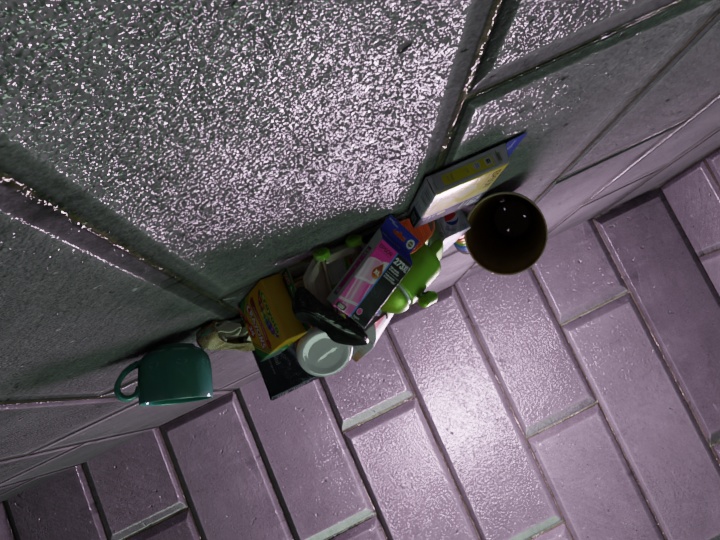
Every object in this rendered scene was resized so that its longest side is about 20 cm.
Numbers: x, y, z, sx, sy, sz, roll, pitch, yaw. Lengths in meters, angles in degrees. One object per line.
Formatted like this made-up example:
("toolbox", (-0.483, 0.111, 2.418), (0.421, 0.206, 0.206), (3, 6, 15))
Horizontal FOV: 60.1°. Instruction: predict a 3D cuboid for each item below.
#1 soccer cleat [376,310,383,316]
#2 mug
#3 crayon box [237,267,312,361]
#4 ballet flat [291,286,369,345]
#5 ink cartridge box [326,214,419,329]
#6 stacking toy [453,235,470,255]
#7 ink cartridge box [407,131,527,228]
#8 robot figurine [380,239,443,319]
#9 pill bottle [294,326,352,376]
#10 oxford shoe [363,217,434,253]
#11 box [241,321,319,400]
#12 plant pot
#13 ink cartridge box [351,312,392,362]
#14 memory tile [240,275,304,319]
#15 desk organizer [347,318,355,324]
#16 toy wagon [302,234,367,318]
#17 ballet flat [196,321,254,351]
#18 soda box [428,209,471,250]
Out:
("soccer cleat", (-0.017, 0.056, 1.439), (0.066, 0.078, 0.198), (-20, -164, -34))
("mug", (-0.398, 0.215, 1.298), (0.150, 0.117, 0.184), (-15, 164, 29))
("crayon box", (-0.172, 0.090, 1.221), (0.050, 0.129, 0.200), (-18, 167, -33))
("ballet flat", (-0.048, 0.091, 1.147), (0.066, 0.058, 0.199), (-18, 143, 34))
("ink cartridge box", (0.030, 0.004, 1.166), (0.201, 0.094, 0.037), (-54, -146, -1))
("stacking toy", (0.251, -0.092, 1.533), (0.084, 0.087, 0.199), (-28, 165, 16))
("ink cartridge box", (0.191, -0.154, 1.113), (0.197, 0.048, 0.198), (-22, 169, -9))
("robot figurine", (0.091, 0.005, 1.317), (0.200, 0.175, 0.116), (-47, 164, -13))
("pill bottle", (-0.088, 0.120, 1.303), (0.114, 0.117, 0.201), (-25, -152, 0))
("oxford shoe", (0.057, -0.060, 1.261), (0.197, 0.072, 0.073), (-27, -162, -8))
("box", (-0.168, 0.185, 1.540), (0.197, 0.199, 0.118), (-23, 170, -14))
("plant pot", (0.353, -0.105, 1.477), (0.185, 0.188, 0.200), (-29, -177, 24))
("ink cartridge box", (0.061, 0.111, 1.472), (0.200, 0.050, 0.163), (-41, -173, 40))
("memory tile", (-0.165, 0.055, 1.391), (0.198, 0.017, 0.152), (-32, 169, 28))
("desk organizer", (-0.106, 0.123, 1.460), (0.196, 0.079, 0.072), (-3, 163, -23))
("toy wagon", (-0.010, 0.010, 1.190), (0.197, 0.158, 0.040), (-23, -150, -19))
("ballet flat", (-0.272, 0.142, 1.381), (0.065, 0.071, 0.199), (-39, 160, 26))
("soda box", (0.176, -0.081, 1.405), (0.067, 0.064, 0.200), (-25, 171, -15))
